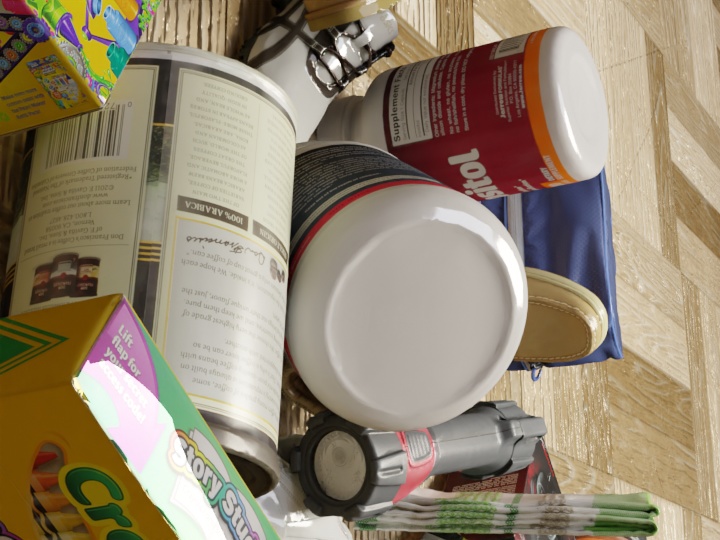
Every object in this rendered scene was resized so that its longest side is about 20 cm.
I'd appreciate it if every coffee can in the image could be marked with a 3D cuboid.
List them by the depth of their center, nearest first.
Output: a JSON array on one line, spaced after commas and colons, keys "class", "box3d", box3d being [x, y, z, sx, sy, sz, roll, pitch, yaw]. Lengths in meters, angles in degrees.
[{"class": "coffee can", "box3d": [-0.108, 0.007, 0.693, 0.146, 0.146, 0.201, 36, 50, -52]}]

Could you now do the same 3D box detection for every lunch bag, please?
[{"class": "lunch bag", "box3d": [0.160, 0.001, 1.215, 0.136, 0.132, 0.201, 56, 32, -65]}]

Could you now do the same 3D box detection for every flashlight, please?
[{"class": "flashlight", "box3d": [0.039, 0.115, 0.858, 0.200, 0.068, 0.068, 3, 115, -57]}]

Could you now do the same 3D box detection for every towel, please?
[{"class": "towel", "box3d": [0.102, 0.160, 0.938, 0.149, 0.199, 0.031, 21, 69, -81]}]

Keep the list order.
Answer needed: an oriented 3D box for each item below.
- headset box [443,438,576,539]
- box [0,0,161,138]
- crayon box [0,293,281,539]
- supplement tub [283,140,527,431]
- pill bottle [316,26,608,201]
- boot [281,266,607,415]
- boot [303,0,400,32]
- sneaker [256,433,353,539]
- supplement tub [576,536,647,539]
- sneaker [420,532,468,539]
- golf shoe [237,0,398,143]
[{"class": "headset box", "box3d": [0.118, 0.236, 1.079, 0.200, 0.077, 0.149, -59, 132, -66]}, {"class": "box", "box3d": [-0.185, -0.199, 0.647, 0.193, 0.122, 0.200, 57, 36, -36]}, {"class": "crayon box", "box3d": [-0.131, 0.115, 0.587, 0.200, 0.172, 0.058, 62, 33, -29]}, {"class": "supplement tub", "box3d": [0.000, 0.000, 0.814, 0.141, 0.140, 0.200, 67, -11, -23]}, {"class": "pill bottle", "box3d": [0.074, -0.105, 1.012, 0.113, 0.200, 0.113, 29, 56, -56]}, {"class": "boot", "box3d": [0.058, 0.056, 0.937, 0.155, 0.199, 0.073, -50, 144, -54]}, {"class": "boot", "box3d": [-0.026, -0.271, 0.883, 0.200, 0.066, 0.175, 66, 26, -21]}, {"class": "sneaker", "box3d": [-0.029, 0.163, 0.848, 0.200, 0.075, 0.100, 46, 56, -47]}, {"class": "supplement tub", "box3d": [0.210, 0.310, 1.222, 0.107, 0.107, 0.200, 64, 33, -27]}, {"class": "sneaker", "box3d": [0.049, 0.264, 0.963, 0.076, 0.075, 0.200, -45, 143, -33]}, {"class": "golf shoe", "box3d": [-0.025, -0.159, 0.963, 0.078, 0.094, 0.200, 53, 40, -42]}]
